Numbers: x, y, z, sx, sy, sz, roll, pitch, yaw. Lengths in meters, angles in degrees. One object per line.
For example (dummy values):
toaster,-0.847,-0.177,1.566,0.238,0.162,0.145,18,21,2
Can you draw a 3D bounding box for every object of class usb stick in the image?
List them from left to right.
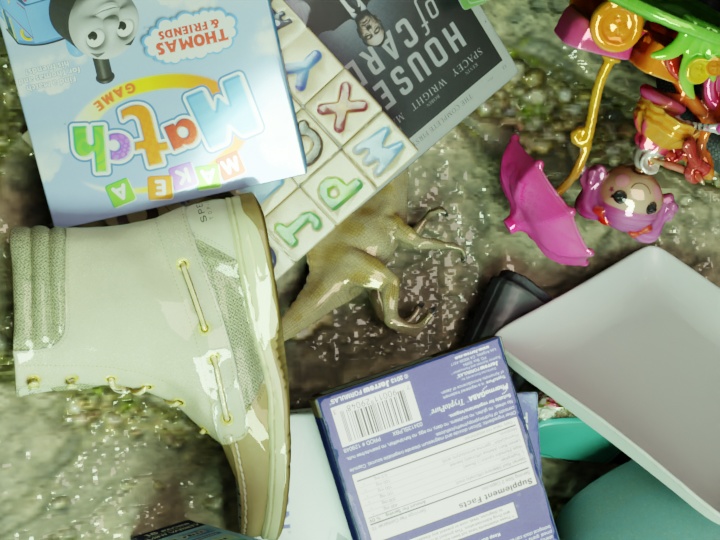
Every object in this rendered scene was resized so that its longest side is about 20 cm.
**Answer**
usb stick,0.069,0.096,1.204,0.055,0.033,0.201,33,74,-24

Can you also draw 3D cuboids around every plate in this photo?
plate,0.210,0.076,1.200,0.199,0.200,0.032,-26,145,-44

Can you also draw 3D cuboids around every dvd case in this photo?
dvd case,-0.010,-0.158,1.109,0.150,0.025,0.201,-40,108,-19

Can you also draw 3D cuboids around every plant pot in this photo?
plant pot,0.200,0.197,1.205,0.199,0.200,0.135,-16,64,-29

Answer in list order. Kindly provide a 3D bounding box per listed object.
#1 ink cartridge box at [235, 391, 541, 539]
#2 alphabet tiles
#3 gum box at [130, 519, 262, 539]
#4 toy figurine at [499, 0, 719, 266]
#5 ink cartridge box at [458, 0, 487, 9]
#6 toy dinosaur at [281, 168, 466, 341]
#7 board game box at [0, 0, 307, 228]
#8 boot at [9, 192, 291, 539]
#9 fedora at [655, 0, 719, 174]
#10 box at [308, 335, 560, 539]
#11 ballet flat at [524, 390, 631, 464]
ink cartridge box,0.026,0.180,1.141,0.198,0.041,0.202,-5,91,-11
alphabet tiles,-0.092,-0.086,1.078,0.167,0.008,0.200,-41,106,9
gum box,-0.058,0.236,1.034,0.044,0.200,0.171,-14,95,-28
toy figurine,0.172,-0.088,1.199,0.199,0.150,0.185,18,108,-16
ink cartridge box,0.098,-0.256,1.156,0.104,0.059,0.200,59,37,-18
toy dinosaur,0.000,0.000,1.166,0.101,0.058,0.201,38,66,-7
board game box,-0.123,-0.136,1.038,0.150,0.037,0.202,-13,109,0
boot,-0.119,0.064,1.058,0.153,0.072,0.202,-7,100,-6
fedora,0.298,-0.138,1.288,0.199,0.092,0.202,-2,74,6
box,0.055,0.153,1.110,0.120,0.032,0.202,-17,91,-12
ballet flat,0.176,0.097,1.256,0.199,0.076,0.064,12,52,-33
